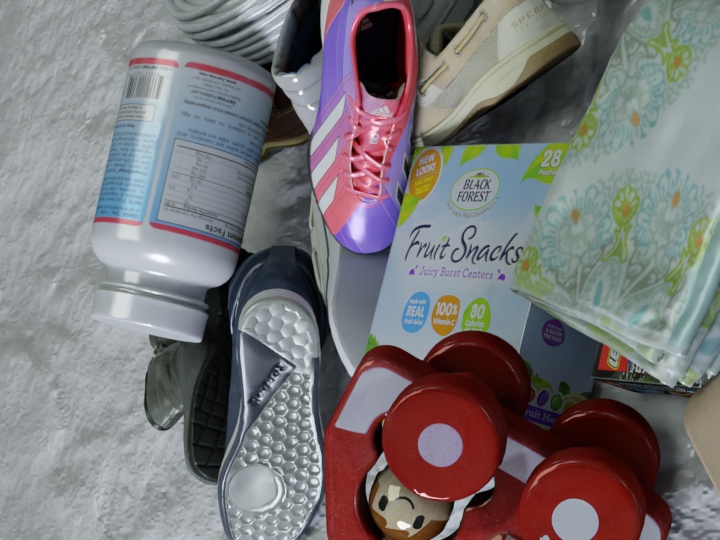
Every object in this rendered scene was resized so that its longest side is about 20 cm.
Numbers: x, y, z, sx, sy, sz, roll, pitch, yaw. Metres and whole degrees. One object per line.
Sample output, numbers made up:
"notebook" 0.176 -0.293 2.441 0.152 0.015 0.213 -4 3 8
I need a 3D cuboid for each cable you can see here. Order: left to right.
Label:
"cable" -0.054 -0.239 1.630 0.200 0.069 0.200 -48 30 -3

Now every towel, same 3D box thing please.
"towel" 0.169 -0.050 1.189 0.171 0.048 0.201 30 95 58

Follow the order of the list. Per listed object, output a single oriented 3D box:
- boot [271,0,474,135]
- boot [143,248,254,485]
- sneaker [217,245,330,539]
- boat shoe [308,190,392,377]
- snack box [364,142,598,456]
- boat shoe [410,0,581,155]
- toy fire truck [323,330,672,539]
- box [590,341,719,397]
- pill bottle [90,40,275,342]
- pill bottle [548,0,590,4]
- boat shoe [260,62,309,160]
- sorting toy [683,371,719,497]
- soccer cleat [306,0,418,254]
"boot" 0.012 -0.181 1.482 0.073 0.096 0.201 11 63 36
"boot" -0.118 0.091 1.634 0.131 0.067 0.201 -42 35 45
"sneaker" -0.059 0.082 1.534 0.146 0.076 0.203 -97 13 -66
"boat shoe" 0.000 0.000 1.490 0.066 0.072 0.201 105 153 -59
"snack box" 0.079 0.025 1.355 0.168 0.067 0.201 2 75 57
"boat shoe" 0.069 -0.131 1.406 0.065 0.072 0.200 56 154 0
"toy fire truck" 0.066 0.139 1.212 0.169 0.199 0.112 -64 -5 18
"box" 0.204 -0.029 1.218 0.136 0.038 0.201 1 76 56
"pill bottle" -0.131 -0.055 1.574 0.109 0.108 0.201 3 79 57
"pill bottle" 0.096 -0.248 1.418 0.115 0.114 0.200 -62 35 15
"boat shoe" -0.072 -0.132 1.659 0.200 0.067 0.072 -25 55 49
"sorting toy" 0.257 0.095 1.059 0.185 0.036 0.201 -46 51 35
"soccer cleat" 0.005 -0.095 1.398 0.073 0.068 0.201 -119 28 -62
